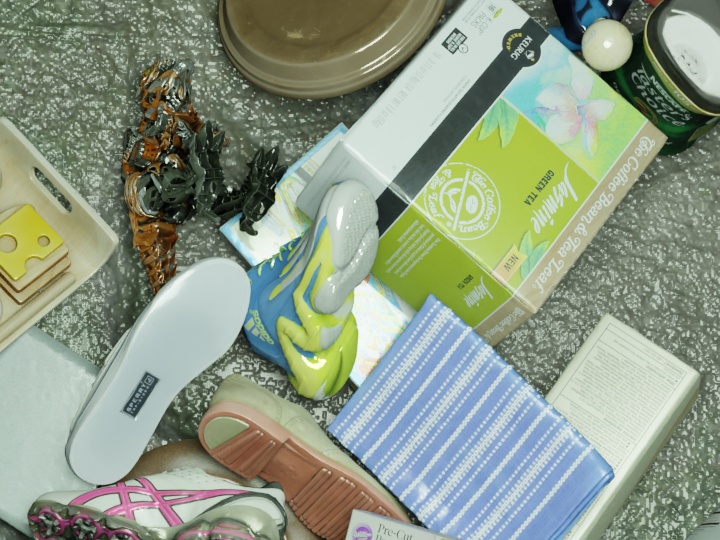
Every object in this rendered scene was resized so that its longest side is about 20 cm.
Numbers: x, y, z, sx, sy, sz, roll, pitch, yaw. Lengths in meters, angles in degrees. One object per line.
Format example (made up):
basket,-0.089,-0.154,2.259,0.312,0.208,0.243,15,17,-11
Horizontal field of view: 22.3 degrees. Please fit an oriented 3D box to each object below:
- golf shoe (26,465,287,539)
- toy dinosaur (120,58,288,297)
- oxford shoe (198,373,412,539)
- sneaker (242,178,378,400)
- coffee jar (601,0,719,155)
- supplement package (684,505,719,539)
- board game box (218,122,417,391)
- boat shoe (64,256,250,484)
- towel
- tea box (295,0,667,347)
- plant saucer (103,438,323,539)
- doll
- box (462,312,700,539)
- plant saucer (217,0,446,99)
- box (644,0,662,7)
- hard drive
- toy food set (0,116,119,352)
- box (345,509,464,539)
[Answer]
golf shoe,-0.153,0.190,1.391,0.199,0.073,0.092,6,39,11
toy dinosaur,-0.139,-0.068,1.447,0.102,0.135,0.201,-18,101,-51
oxford shoe,-0.034,0.149,1.439,0.200,0.074,0.071,39,122,-17
sneaker,-0.050,0.006,1.387,0.105,0.201,0.076,25,38,21
coffee jar,0.260,-0.161,1.444,0.085,0.200,0.104,-38,87,-9
supplement package,0.313,0.296,1.412,0.200,0.147,0.191,-42,88,-9
board game box,0.000,0.000,1.480,0.134,0.034,0.200,-41,87,-9
boat shoe,-0.162,0.069,1.398,0.074,0.065,0.200,42,85,-22
towel,0.081,0.137,1.389,0.200,0.024,0.145,44,110,17
tea box,0.093,-0.078,1.426,0.197,0.134,0.200,40,64,-2
plant saucer,-0.125,0.232,1.434,0.199,0.037,0.202,1,81,-5
doll,0.179,-0.230,1.467,0.048,0.137,0.201,20,38,-31
box,0.176,0.146,1.444,0.095,0.078,0.200,35,80,18
plant saucer,-0.026,-0.229,1.465,0.199,0.029,0.201,-9,61,16
box,0.288,-0.275,1.463,0.094,0.200,0.103,32,81,-1
hard drive,-0.283,0.110,1.437,0.199,0.033,0.140,33,80,-1
toy food set,-0.304,-0.013,1.411,0.144,0.060,0.200,45,63,7
box,0.083,0.223,1.356,0.199,0.039,0.042,15,86,25
